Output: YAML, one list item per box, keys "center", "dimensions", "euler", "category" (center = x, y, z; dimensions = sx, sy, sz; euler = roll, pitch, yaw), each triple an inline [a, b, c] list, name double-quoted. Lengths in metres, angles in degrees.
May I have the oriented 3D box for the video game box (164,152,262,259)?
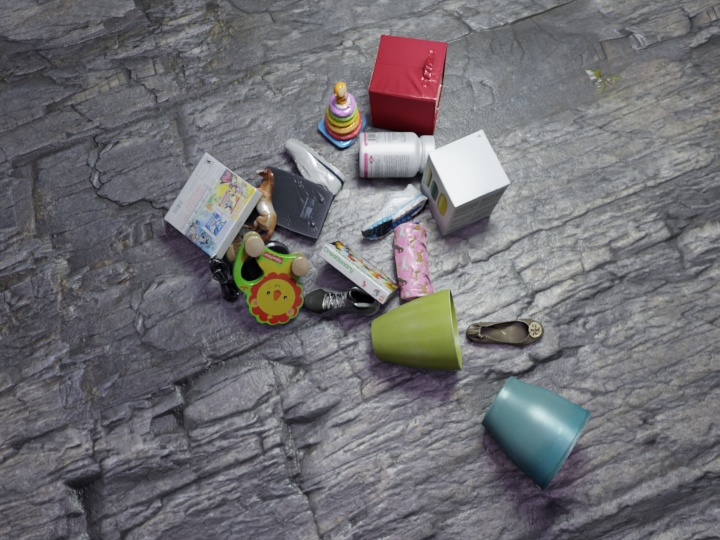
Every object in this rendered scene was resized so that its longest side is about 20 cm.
- center: [-0.368, -0.160, 1.348]
  dimensions: [0.181, 0.047, 0.202]
  euler: [35, 93, 19]
  category: "video game box"

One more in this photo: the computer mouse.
- center: [-0.276, -0.020, 1.359]
  dimensions: [0.197, 0.140, 0.053]
  euler: [-27, 41, -13]
  category: "computer mouse"

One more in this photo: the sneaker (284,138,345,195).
- center: [-0.135, -0.271, 1.437]
  dimensions: [0.199, 0.076, 0.081]
  euler: [38, 88, 10]
  category: "sneaker"

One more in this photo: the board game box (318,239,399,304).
- center: [0.000, 0.000, 1.338]
  dimensions: [0.198, 0.126, 0.035]
  euler: [37, 106, 8]
  category: "board game box"

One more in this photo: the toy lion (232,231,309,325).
- center: [-0.223, 0.031, 1.317]
  dimensions: [0.197, 0.069, 0.195]
  euler: [24, 97, -24]
  category: "toy lion"

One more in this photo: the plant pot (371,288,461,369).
- center: [0.130, 0.152, 1.287]
  dimensions: [0.195, 0.187, 0.192]
  euler: [-9, 75, 13]
  category: "plant pot"

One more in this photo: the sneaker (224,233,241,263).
- center: [-0.368, -0.107, 1.401]
  dimensions: [0.088, 0.067, 0.205]
  euler: [-15, 79, 9]
  category: "sneaker"

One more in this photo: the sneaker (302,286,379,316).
- center: [-0.048, 0.066, 1.325]
  dimensions: [0.195, 0.116, 0.077]
  euler: [0, 75, 0]
  category: "sneaker"

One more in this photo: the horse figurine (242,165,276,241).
- center: [-0.261, -0.153, 1.379]
  dimensions: [0.129, 0.050, 0.205]
  euler: [-6, 96, 20]
  category: "horse figurine"

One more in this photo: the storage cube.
- center: [0.126, -0.487, 1.428]
  dimensions: [0.175, 0.200, 0.175]
  euler: [11, 76, 9]
  category: "storage cube"

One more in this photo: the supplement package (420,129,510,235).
- center: [0.253, -0.213, 1.353]
  dimensions: [0.148, 0.200, 0.154]
  euler: [-23, 76, -6]
  category: "supplement package"

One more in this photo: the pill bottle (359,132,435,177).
- center: [0.094, -0.303, 1.420]
  dimensions: [0.195, 0.114, 0.116]
  euler: [0, 75, 0]
  category: "pill bottle"

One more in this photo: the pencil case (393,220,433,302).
- center: [0.134, -0.019, 1.366]
  dimensions: [0.085, 0.082, 0.205]
  euler: [-16, 71, 40]
  category: "pencil case"

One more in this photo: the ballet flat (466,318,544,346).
- center: [0.361, 0.151, 1.339]
  dimensions: [0.195, 0.046, 0.069]
  euler: [1, 76, 0]
  category: "ballet flat"

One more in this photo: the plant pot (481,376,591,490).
- center: [0.385, 0.350, 1.225]
  dimensions: [0.186, 0.201, 0.201]
  euler: [33, 77, 24]
  category: "plant pot"

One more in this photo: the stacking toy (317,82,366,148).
- center: [-0.047, -0.423, 1.406]
  dimensions: [0.109, 0.200, 0.116]
  euler: [39, 78, 10]
  category: "stacking toy"

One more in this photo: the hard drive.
- center: [-0.173, -0.177, 1.405]
  dimensions: [0.196, 0.042, 0.138]
  euler: [23, 96, 10]
  category: "hard drive"

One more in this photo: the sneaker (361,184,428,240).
- center: [0.077, -0.156, 1.413]
  dimensions: [0.198, 0.075, 0.087]
  euler: [-32, 67, -13]
  category: "sneaker"
